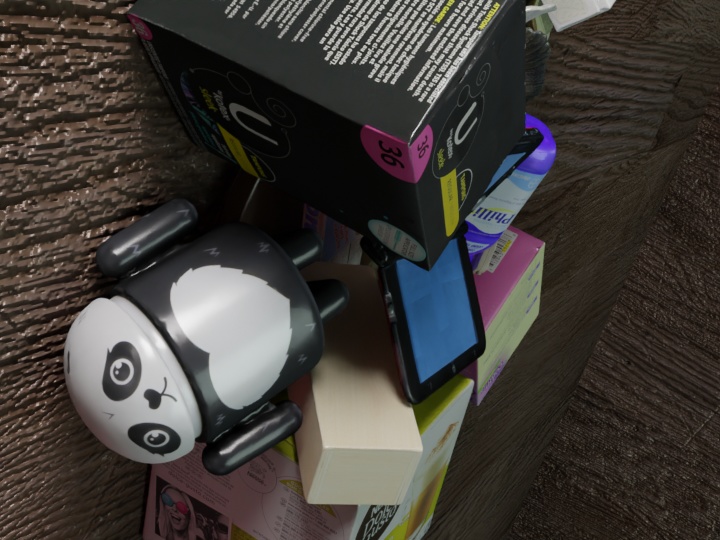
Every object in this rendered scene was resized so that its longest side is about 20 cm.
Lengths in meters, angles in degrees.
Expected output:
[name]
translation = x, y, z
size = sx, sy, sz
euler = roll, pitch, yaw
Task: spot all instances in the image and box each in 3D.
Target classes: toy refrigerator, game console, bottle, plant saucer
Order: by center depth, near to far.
[toy refrigerator]
translation = -0.015, 0.084, 0.805
size = 0.201, 0.075, 0.070
euler = -106, -154, -48
[game console]
translation = 0.092, -0.012, 0.806
size = 0.172, 0.119, 0.200
euler = -44, 171, 23
[plant saucer]
translation = -0.056, -0.057, 0.853
size = 0.200, 0.034, 0.201
euler = -47, 154, -32
[bottle]
translation = 0.100, -0.059, 0.964
size = 0.201, 0.083, 0.066
euler = -57, -151, 36

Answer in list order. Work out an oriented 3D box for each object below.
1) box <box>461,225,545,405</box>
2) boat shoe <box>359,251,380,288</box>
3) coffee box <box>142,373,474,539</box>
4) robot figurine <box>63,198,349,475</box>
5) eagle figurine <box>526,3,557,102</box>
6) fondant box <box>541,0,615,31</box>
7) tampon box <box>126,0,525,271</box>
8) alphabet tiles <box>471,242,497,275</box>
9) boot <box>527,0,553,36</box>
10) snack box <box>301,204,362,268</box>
[box]
translation = 0.166, 0.056, 1.419
size = 0.176, 0.096, 0.200
euler = -53, 157, -22
[boat shoe]
translation = 0.000, 0.000, 1.000
size = 0.071, 0.076, 0.200
euler = -25, 163, -36
[coffee box]
translation = -0.047, 0.169, 0.918
size = 0.199, 0.199, 0.199
euler = -36, 147, -49
[robot figurine]
translation = -0.104, 0.044, 0.707
size = 0.199, 0.150, 0.125
euler = -32, 153, -27
[eagle figurine]
translation = 0.089, -0.194, 0.898
size = 0.151, 0.150, 0.201
euler = -68, 166, -50
[fondant box]
translation = 0.197, -0.327, 0.930
size = 0.145, 0.058, 0.200
euler = 58, 41, -19
[tampon box]
translation = -0.012, -0.121, 0.642
size = 0.127, 0.199, 0.150
euler = -54, 157, -17
[alphabet tiles]
translation = 0.118, -0.080, 1.089
size = 0.200, 0.014, 0.197
euler = -107, -147, -62
[boot]
translation = 0.183, -0.326, 1.024
size = 0.155, 0.072, 0.200
euler = -59, 157, -15
[snack box]
translation = -0.019, -0.051, 0.865
size = 0.072, 0.024, 0.201
euler = -40, 150, -41
